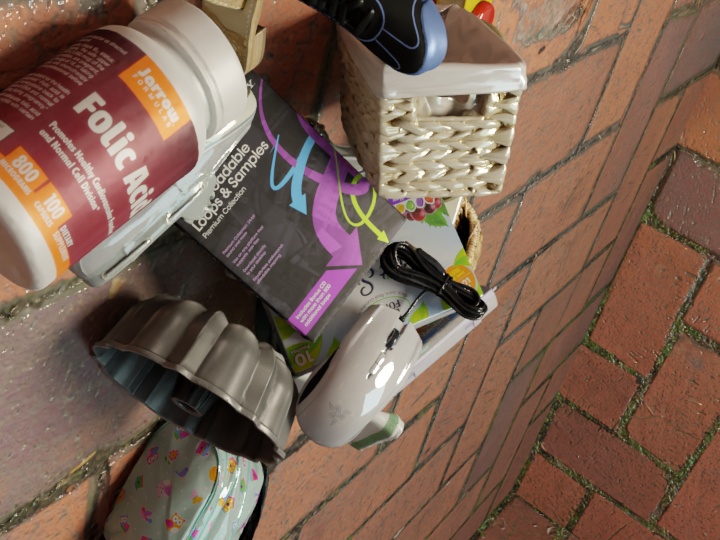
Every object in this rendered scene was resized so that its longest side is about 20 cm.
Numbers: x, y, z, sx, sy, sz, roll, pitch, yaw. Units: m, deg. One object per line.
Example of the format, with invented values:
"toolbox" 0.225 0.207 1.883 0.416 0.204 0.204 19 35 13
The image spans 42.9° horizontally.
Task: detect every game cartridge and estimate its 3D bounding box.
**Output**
"game cartridge" 0.051 0.072 1.059 0.199 0.129 0.039 -38 114 -23

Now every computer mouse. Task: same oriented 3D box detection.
"computer mouse" 0.021 0.074 0.823 0.201 0.109 0.044 -53 -169 -10

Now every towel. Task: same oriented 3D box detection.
"towel" -0.057 0.128 0.991 0.031 0.198 0.149 -61 -173 -23

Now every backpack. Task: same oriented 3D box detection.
"backpack" -0.190 0.264 1.000 0.202 0.165 0.127 -60 153 -11

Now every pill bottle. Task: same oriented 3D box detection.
"pill bottle" -0.176 -0.091 0.616 0.200 0.113 0.115 -45 155 -28

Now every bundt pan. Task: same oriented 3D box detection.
"bundt pan" -0.141 0.094 0.840 0.076 0.199 0.203 -61 161 -26

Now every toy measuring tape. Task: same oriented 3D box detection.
"toy measuring tape" 0.121 -0.320 1.004 0.073 0.073 0.202 -38 151 -39

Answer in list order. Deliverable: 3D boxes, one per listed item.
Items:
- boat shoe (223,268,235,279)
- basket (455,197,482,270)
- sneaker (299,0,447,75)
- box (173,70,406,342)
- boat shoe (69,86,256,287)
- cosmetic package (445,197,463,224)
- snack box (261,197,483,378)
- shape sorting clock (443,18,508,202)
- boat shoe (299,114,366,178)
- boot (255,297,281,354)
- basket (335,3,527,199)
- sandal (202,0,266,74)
"boat shoe" -0.044 -0.031 0.946 0.196 0.070 0.067 -1 112 -16
"basket" 0.067 -0.017 1.180 0.201 0.142 0.149 -53 158 -11
"sneaker" -0.023 -0.216 0.684 0.078 0.200 0.070 -38 173 -41
"box" -0.073 -0.056 0.802 0.144 0.199 0.036 -52 -163 -10
"boat shoe" -0.155 -0.067 0.726 0.200 0.070 0.072 -42 128 -16
"cosmetic package" 0.078 -0.098 1.090 0.103 0.072 0.204 -164 -89 -78
"snack box" 0.000 0.000 0.883 0.197 0.144 0.053 -22 172 -13
"shape sorting clock" 0.094 -0.172 0.987 0.039 0.200 0.203 7 117 -34
"boat shoe" -0.054 -0.113 0.870 0.198 0.073 0.068 -12 119 -46
"boot" -0.031 0.065 1.005 0.211 0.155 0.081 100 -5 -79
"basket" 0.054 -0.159 0.840 0.133 0.201 0.125 -3 119 -12
"sandal" -0.111 -0.209 0.657 0.070 0.077 0.213 -44 160 -27
